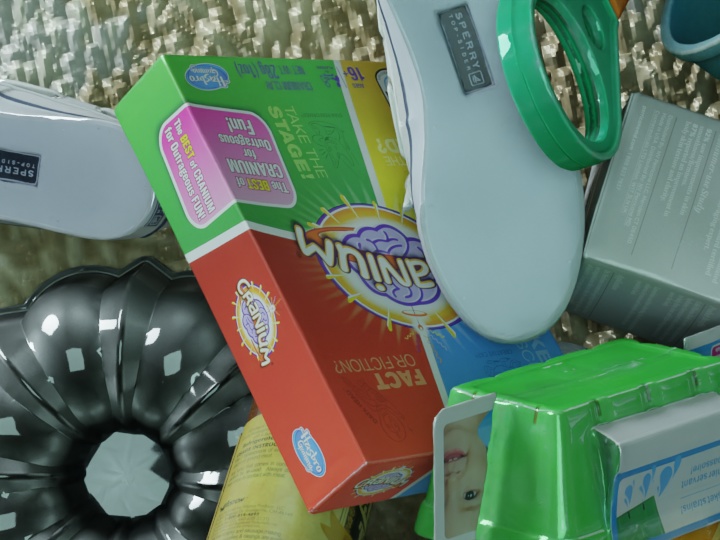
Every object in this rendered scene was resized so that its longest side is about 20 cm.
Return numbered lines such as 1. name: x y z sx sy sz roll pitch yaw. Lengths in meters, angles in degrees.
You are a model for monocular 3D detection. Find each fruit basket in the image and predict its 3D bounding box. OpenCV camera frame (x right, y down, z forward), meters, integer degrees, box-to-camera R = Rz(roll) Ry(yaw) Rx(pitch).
1. fruit basket: 0.102 0.134 0.925 0.185 0.094 0.201 -12 99 -41

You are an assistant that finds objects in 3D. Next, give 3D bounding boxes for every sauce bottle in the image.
1. sauce bottle: -0.022 0.083 0.972 0.066 0.066 0.200 15 51 3

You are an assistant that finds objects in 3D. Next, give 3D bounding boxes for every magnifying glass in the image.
1. magnifying glass: 0.098 -0.106 0.986 0.022 0.200 0.080 -21 108 24

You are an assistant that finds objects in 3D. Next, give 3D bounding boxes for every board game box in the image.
1. board game box: 0.000 0.000 0.982 0.040 0.153 0.200 -44 64 36

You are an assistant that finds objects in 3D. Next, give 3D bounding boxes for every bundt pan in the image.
1. bundt pan: -0.108 0.094 1.049 0.201 0.076 0.202 0 90 4

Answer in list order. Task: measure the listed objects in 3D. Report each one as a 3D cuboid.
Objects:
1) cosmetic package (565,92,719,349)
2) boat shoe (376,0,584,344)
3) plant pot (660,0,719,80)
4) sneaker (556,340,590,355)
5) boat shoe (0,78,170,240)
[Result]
1. cosmetic package: 0.194 0.002 1.014 0.200 0.107 0.090 17 76 0
2. boat shoe: 0.043 -0.067 0.991 0.074 0.086 0.202 -18 89 -1
3. plant pot: 0.264 -0.118 0.985 0.188 0.200 0.200 36 91 -13
4. sneaker: 0.143 0.126 1.041 0.200 0.075 0.114 33 97 3
5. boat shoe: -0.164 -0.052 1.058 0.200 0.065 0.074 19 98 23
